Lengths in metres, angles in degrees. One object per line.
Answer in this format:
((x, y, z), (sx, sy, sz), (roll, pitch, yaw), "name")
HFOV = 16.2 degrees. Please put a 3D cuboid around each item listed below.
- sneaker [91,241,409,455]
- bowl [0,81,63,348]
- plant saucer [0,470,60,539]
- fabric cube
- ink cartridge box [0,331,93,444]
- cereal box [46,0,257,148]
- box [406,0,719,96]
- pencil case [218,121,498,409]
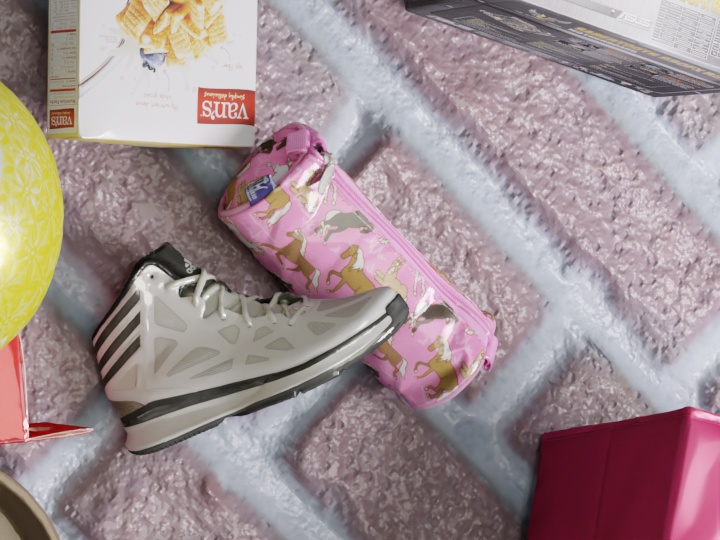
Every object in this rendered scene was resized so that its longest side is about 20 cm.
((-0.077, 0.027, 1.554), (0.200, 0.076, 0.116), (-23, 96, 12), "sneaker")
((-0.252, -0.050, 1.409), (0.199, 0.108, 0.201), (8, 66, -18), "bowl")
((-0.273, 0.207, 1.534), (0.199, 0.029, 0.201), (-1, 91, -23), "plant saucer")
((0.228, 0.215, 1.631), (0.196, 0.200, 0.200), (18, 75, -21), "fabric cube")
((-0.269, 0.073, 1.486), (0.199, 0.116, 0.068), (-4, 91, -23), "ink cartridge box")
((-0.126, -0.177, 1.556), (0.144, 0.039, 0.201), (-1, 91, -44), "cereal box")
((0.150, -0.165, 1.620), (0.199, 0.158, 0.049), (16, 85, -21), "box")
((0.000, 0.000, 1.609), (0.083, 0.086, 0.200), (-47, 108, -10), "pencil case")
